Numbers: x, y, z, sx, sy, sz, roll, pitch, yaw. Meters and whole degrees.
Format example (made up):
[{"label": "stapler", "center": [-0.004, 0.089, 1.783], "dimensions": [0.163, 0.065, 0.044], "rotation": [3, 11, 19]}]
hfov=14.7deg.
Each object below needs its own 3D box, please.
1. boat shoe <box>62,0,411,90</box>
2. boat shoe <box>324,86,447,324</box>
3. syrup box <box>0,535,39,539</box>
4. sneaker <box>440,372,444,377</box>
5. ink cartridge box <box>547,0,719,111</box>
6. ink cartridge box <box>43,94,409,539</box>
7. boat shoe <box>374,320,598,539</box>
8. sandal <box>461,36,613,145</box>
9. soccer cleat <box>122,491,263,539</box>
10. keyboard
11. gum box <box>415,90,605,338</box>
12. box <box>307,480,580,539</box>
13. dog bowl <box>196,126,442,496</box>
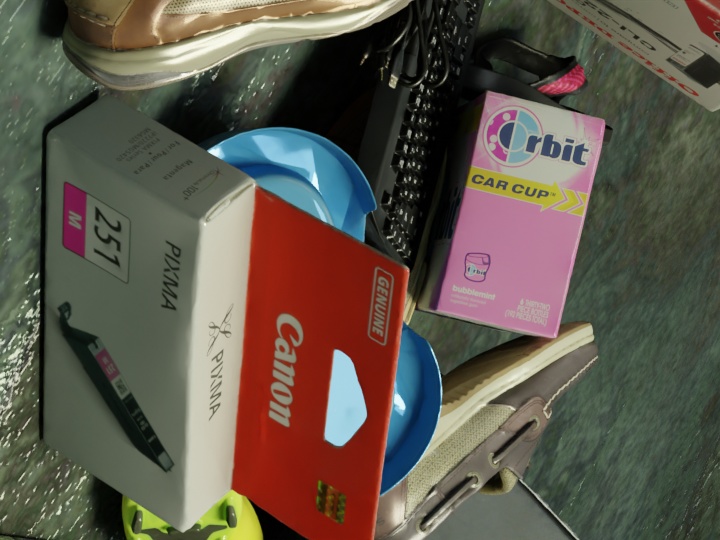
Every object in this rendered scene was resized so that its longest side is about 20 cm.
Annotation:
[{"label": "boat shoe", "center": [-0.038, -0.142, 1.209], "dimensions": [0.199, 0.076, 0.072], "rotation": [-24, 130, -25]}, {"label": "boat shoe", "center": [0.000, 0.000, 1.464], "dimensions": [0.065, 0.072, 0.201], "rotation": [66, 37, -71]}, {"label": "syrup box", "center": [-0.162, 0.180, 1.358], "dimensions": [0.082, 0.079, 0.200], "rotation": [-62, 157, 2]}, {"label": "sneaker", "center": [-0.011, 0.088, 1.565], "dimensions": [0.083, 0.072, 0.200], "rotation": [-52, 152, 14]}, {"label": "ink cartridge box", "center": [0.170, -0.165, 1.468], "dimensions": [0.084, 0.144, 0.200], "rotation": [-57, -177, -5]}, {"label": "ink cartridge box", "center": [-0.067, 0.041, 1.274], "dimensions": [0.044, 0.173, 0.201], "rotation": [-38, 148, -39]}, {"label": "boat shoe", "center": [0.059, 0.090, 1.472], "dimensions": [0.200, 0.065, 0.072], "rotation": [-32, -171, -41]}, {"label": "sandal", "center": [0.093, -0.108, 1.560], "dimensions": [0.200, 0.075, 0.045], "rotation": [18, 89, -63]}, {"label": "soccer cleat", "center": [-0.088, 0.129, 1.482], "dimensions": [0.201, 0.064, 0.084], "rotation": [76, 4, -53]}, {"label": "keyboard", "center": [0.040, -0.105, 1.404], "dimensions": [0.104, 0.039, 0.201], "rotation": [43, 56, -55]}, {"label": "gum box", "center": [0.073, -0.027, 1.491], "dimensions": [0.200, 0.066, 0.114], "rotation": [174, -71, -86]}, {"label": "box", "center": [0.015, 0.216, 1.575], "dimensions": [0.200, 0.124, 0.196], "rotation": [-47, -170, -19]}, {"label": "dog bowl", "center": [-0.035, 0.020, 1.355], "dimensions": [0.111, 0.050, 0.201], "rotation": [-26, 112, -11]}]
